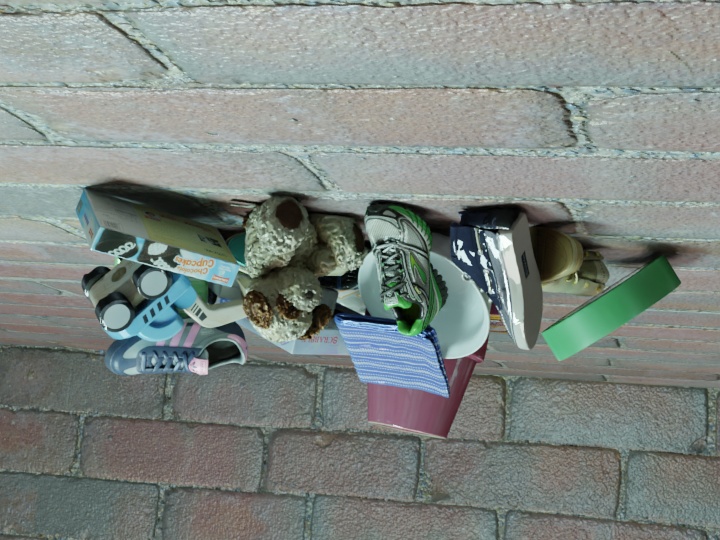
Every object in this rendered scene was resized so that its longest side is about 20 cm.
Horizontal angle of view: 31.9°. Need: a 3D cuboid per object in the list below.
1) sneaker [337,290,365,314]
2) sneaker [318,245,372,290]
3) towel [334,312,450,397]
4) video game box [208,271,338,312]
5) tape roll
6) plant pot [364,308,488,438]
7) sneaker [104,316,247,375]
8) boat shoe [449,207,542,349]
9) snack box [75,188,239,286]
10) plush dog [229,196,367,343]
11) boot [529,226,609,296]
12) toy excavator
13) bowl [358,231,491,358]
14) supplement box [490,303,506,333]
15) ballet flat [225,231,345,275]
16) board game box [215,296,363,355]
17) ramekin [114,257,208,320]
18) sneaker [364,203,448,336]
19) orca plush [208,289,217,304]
[{"bbox_3d":[-0.040,0.040,2.052,0.197,0.093,0.075,9,169,-24],"label":"sneaker"},{"bbox_3d":[0.000,0.000,1.843,0.197,0.077,0.077,6,167,4],"label":"sneaker"},{"bbox_3d":[0.047,0.121,1.764,0.143,0.024,0.201,7,151,17],"label":"towel"},{"bbox_3d":[-0.150,0.010,1.876,0.180,0.047,0.200,14,-171,-25],"label":"video game box"},{"bbox_3d":[0.344,0.051,1.732,0.199,0.049,0.200,-33,174,-4],"label":"tape roll"},{"bbox_3d":[0.089,0.160,1.956,0.197,0.182,0.200,11,172,2],"label":"plant pot"},{"bbox_3d":[-0.248,0.113,1.731,0.198,0.071,0.082,-15,-139,-24],"label":"sneaker"},{"bbox_3d":[0.170,0.008,1.585,0.092,0.202,0.075,6,-146,29],"label":"boat shoe"},{"bbox_3d":[-0.263,-0.042,1.637,0.198,0.037,0.116,16,-160,-30],"label":"snack box"},{"bbox_3d":[-0.102,0.007,1.641,0.159,0.175,0.199,-2,169,36],"label":"plush dog"},{"bbox_3d":[0.274,-0.007,1.679,0.153,0.074,0.199,8,169,-25],"label":"boot"},{"bbox_3d":[-0.247,0.041,1.699,0.201,0.194,0.100,53,175,-39],"label":"toy excavator"},{"bbox_3d":[0.102,0.017,1.731,0.199,0.091,0.203,19,137,18],"label":"bowl"},{"bbox_3d":[0.206,0.042,1.958,0.109,0.087,0.200,3,170,10],"label":"supplement box"},{"bbox_3d":[-0.101,-0.016,1.755,0.197,0.071,0.069,1,173,-21],"label":"ballet flat"},{"bbox_3d":[-0.081,0.075,1.872,0.198,0.042,0.198,5,-166,-43],"label":"board game box"},{"bbox_3d":[-0.291,0.031,1.833,0.096,0.203,0.199,1,173,-24],"label":"ramekin"},{"bbox_3d":[0.055,-0.001,1.606,0.077,0.086,0.201,-1,131,33],"label":"sneaker"},{"bbox_3d":[-0.222,0.030,1.992,0.104,0.072,0.200,18,-168,3],"label":"orca plush"}]
